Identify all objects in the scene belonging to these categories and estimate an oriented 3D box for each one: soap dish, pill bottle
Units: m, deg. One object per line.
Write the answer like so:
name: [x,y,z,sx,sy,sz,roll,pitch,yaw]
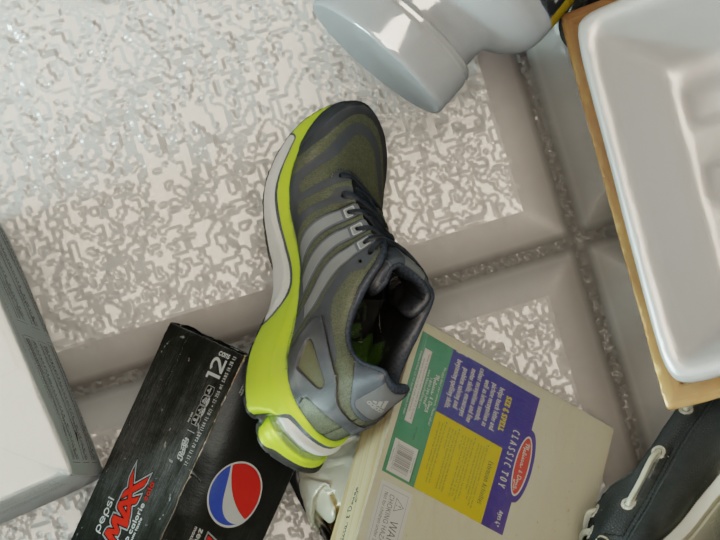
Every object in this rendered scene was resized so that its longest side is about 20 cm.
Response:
soap dish: [0.196,-0.050,1.228,0.156,0.081,0.201,-18,81,20]
pill bottle: [0.071,-0.177,1.244,0.112,0.112,0.200,39,84,1]

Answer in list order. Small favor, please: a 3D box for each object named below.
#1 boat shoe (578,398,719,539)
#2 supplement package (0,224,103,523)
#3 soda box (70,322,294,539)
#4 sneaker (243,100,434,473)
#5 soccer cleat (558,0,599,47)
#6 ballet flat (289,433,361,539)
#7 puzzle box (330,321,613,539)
boat shoe: [0.144,0.128,1.275,0.060,0.076,0.200,32,60,28]
supplement package: [-0.240,0.068,1.221,0.190,0.200,0.148,-23,86,-3]
soda box: [-0.096,0.133,1.275,0.063,0.071,0.201,28,85,-40]
sneaker: [0.000,0.000,1.258,0.081,0.074,0.201,-22,50,34]
soccer cleat: [0.165,-0.197,1.321,0.068,0.073,0.200,28,104,-37]
ballet flat: [0.012,0.131,1.287,0.073,0.073,0.201,-25,87,-3]
puzzle box: [0.046,0.141,1.251,0.133,0.025,0.201,30,64,-27]
